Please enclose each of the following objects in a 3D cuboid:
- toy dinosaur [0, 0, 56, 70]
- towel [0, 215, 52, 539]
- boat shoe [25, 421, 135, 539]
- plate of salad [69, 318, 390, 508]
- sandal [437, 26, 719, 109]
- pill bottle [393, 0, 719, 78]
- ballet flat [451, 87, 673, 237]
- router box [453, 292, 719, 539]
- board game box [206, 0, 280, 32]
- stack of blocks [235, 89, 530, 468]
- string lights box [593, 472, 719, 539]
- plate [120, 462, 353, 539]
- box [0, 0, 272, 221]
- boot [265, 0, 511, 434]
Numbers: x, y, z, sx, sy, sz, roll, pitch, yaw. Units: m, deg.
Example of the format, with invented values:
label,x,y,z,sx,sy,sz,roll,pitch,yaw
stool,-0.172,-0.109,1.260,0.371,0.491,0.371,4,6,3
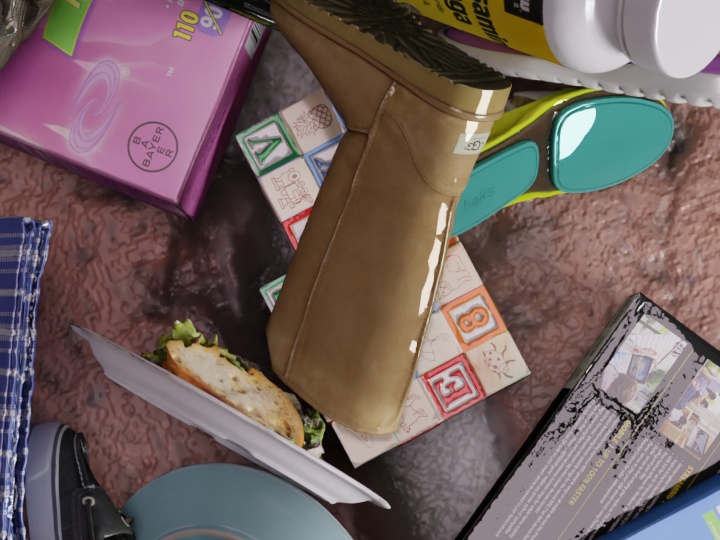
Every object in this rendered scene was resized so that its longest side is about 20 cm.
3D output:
label,x,y,z,sx,sy,sz,roll,pitch,yaw
toy dinosaur,-0.186,-0.163,1.148,0.077,0.102,0.201,-2,94,-12
towel,-0.211,0.071,1.204,0.024,0.145,0.201,7,85,-28
boat shoe,-0.150,0.161,1.183,0.056,0.069,0.200,-11,43,-2
plate of salad,-0.066,0.071,1.162,0.200,0.200,0.048,28,83,3
sandal,0.142,-0.131,1.213,0.202,0.082,0.050,13,107,25
pill bottle,0.101,-0.172,1.151,0.200,0.112,0.113,24,86,35
ballet flat,0.090,-0.072,1.217,0.200,0.067,0.067,-21,128,-35
router box,0.158,0.136,1.225,0.149,0.051,0.200,36,87,2
board game box,-0.070,-0.195,1.146,0.023,0.200,0.105,21,91,48
stack of blocks,0.000,0.000,1.236,0.115,0.059,0.200,-27,85,-2
string lights box,0.163,0.188,1.166,0.200,0.059,0.103,-27,88,-1
plate,-0.074,0.207,1.191,0.200,0.026,0.201,5,101,28
box,-0.157,-0.149,1.234,0.200,0.097,0.176,22,86,4
boot,-0.015,-0.040,1.143,0.175,0.066,0.200,40,120,40
